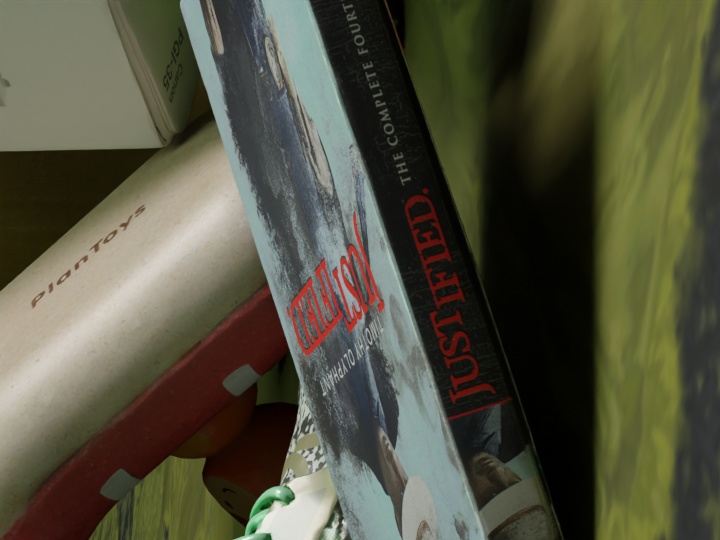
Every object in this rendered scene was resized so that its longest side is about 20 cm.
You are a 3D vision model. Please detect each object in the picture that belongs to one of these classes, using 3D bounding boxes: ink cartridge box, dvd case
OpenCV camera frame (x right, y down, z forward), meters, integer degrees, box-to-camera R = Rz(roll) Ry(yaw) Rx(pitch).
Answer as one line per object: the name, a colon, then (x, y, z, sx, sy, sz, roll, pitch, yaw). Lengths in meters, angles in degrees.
ink cartridge box: (-0.153, -0.120, 0.976, 0.083, 0.199, 0.147, 71, -156, -48)
dvd case: (0.000, 0.000, 0.692, 0.146, 0.022, 0.201, 131, 120, -75)

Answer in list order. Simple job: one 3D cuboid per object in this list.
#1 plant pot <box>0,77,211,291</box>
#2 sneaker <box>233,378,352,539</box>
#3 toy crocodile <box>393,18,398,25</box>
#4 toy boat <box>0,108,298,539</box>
plant pot: (-0.111, -0.051, 1.134, 0.200, 0.175, 0.201, 108, 163, -59)
sneaker: (-0.026, 0.099, 0.803, 0.077, 0.088, 0.201, 111, 161, -62)
toy crocodile: (-0.012, -0.160, 0.961, 0.068, 0.061, 0.201, 108, 168, -58)
toy boat: (-0.056, 0.046, 0.937, 0.200, 0.131, 0.131, -41, 19, 7)
